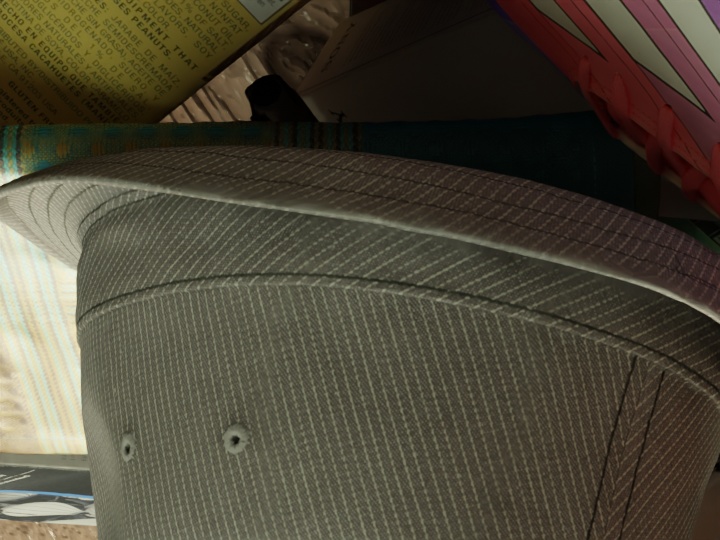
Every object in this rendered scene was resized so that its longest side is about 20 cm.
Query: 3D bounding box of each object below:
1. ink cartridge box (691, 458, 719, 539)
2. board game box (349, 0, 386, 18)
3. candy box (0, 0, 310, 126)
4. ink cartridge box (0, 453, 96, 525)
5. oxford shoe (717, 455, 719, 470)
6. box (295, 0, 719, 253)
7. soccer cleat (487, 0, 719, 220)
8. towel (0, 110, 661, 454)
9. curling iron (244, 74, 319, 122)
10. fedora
[{"bbox_3d":[0.109,0.142,0.660,0.173,0.043,0.201,-6,110,58],"label":"ink cartridge box"},{"bbox_3d":[0.042,-0.022,0.793,0.104,0.023,0.200,27,146,19],"label":"board game box"},{"bbox_3d":[-0.015,-0.103,0.644,0.056,0.117,0.200,47,141,-10],"label":"candy box"},{"bbox_3d":[-0.123,0.061,0.935,0.199,0.039,0.099,9,161,-41],"label":"ink cartridge box"},{"bbox_3d":[0.105,0.029,0.655,0.072,0.071,0.200,26,146,18],"label":"oxford shoe"},{"bbox_3d":[0.092,-0.029,0.683,0.144,0.036,0.200,46,145,-19],"label":"box"},{"bbox_3d":[0.089,-0.028,0.548,0.200,0.077,0.067,25,-176,41],"label":"soccer cleat"},{"bbox_3d":[-0.024,0.006,0.694,0.199,0.022,0.147,0,146,3],"label":"towel"},{"bbox_3d":[0.000,0.000,0.762,0.049,0.026,0.200,31,169,25],"label":"curling iron"},{"bbox_3d":[0.000,0.042,0.587,0.199,0.091,0.177,-2,158,43],"label":"fedora"}]
